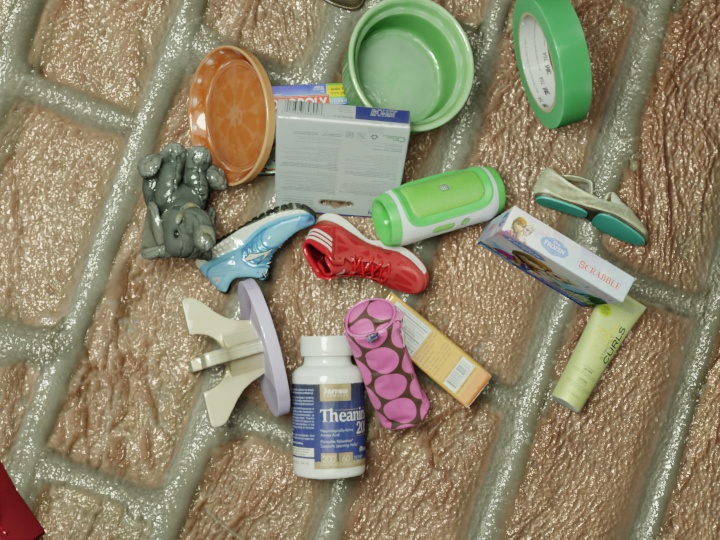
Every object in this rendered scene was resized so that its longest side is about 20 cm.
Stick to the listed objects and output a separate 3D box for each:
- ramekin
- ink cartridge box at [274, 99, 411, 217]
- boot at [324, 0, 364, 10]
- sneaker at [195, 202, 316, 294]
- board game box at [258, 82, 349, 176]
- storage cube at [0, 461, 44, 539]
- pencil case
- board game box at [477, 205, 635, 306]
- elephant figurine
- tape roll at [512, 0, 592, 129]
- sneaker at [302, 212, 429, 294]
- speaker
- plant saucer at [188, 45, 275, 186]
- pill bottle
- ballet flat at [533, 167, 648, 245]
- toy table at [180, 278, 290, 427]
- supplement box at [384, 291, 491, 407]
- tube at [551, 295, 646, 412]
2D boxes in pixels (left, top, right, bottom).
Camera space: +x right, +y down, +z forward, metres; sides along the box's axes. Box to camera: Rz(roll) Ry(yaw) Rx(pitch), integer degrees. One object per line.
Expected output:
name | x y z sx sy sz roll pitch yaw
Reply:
ramekin | 0.065 -0.302 1.421 0.195 0.098 0.205 1 85 -14
ink cartridge box | -0.031 -0.163 1.394 0.191 0.202 0.044 4 54 -4
boot | -0.070 -0.488 1.441 0.200 0.097 0.075 43 85 1
sneaker | -0.149 -0.033 1.423 0.197 0.078 0.091 -29 100 8
board game box | -0.096 -0.219 1.456 0.195 0.029 0.138 -3 87 -3
storage cube | -0.578 0.365 1.313 0.198 0.180 0.173 -34 88 -6
pencil case | 0.044 0.140 1.360 0.092 0.092 0.203 -10 127 15
board game box | 0.280 -0.016 1.377 0.197 0.200 0.042 31 85 0
elephant figurine | -0.256 -0.067 1.328 0.138 0.156 0.204 -15 60 7
tape roll | 0.284 -0.317 1.397 0.047 0.200 0.205 -15 87 -4
sneaker | 0.000 0.000 1.395 0.197 0.116 0.079 25 126 9
speaker | 0.119 -0.098 1.411 0.196 0.088 0.090 -17 87 -20
plant saucer | -0.189 -0.229 1.389 0.032 0.198 0.205 -8 85 -44
pill bottle | -0.047 0.200 1.388 0.108 0.111 0.205 -1 86 -3
ballet flat | 0.367 -0.105 1.457 0.196 0.068 0.063 23 75 -2
toy table | -0.185 0.124 1.363 0.115 0.184 0.204 -14 75 -20
supplement box | 0.103 0.119 1.425 0.199 0.067 0.069 42 88 1
tube | 0.364 0.120 1.450 0.058 0.051 0.202 41 77 -40
